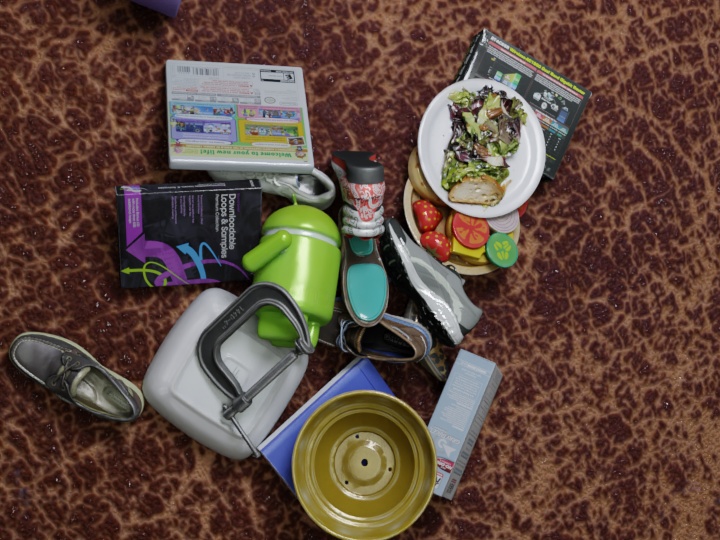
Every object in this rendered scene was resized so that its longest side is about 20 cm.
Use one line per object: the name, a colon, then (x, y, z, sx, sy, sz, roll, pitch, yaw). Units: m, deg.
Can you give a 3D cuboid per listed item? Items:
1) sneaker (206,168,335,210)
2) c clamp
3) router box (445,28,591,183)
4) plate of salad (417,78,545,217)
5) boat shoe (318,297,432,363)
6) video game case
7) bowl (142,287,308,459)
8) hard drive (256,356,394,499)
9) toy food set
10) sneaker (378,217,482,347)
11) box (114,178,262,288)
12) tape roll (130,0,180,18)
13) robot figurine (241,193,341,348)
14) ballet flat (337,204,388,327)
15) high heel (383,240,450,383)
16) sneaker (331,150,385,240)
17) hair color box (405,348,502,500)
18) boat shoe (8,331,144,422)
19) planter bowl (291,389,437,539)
sneaker: (-0.122, -0.139, 1.576, 0.197, 0.087, 0.076, 13, 86, -12)
c clamp: (-0.132, 0.120, 1.479, 0.171, 0.027, 0.200, 46, 113, 9)
router box: (0.228, -0.245, 1.680, 0.198, 0.062, 0.151, 28, 82, -11)
plate of salad: (0.178, -0.178, 1.604, 0.197, 0.048, 0.203, 1, 84, -14)
boat shoe: (0.000, 0.084, 1.572, 0.197, 0.072, 0.073, 9, 101, 14)
video game case: (-0.170, -0.214, 1.555, 0.197, 0.022, 0.184, 1, 57, -14)
bowl: (-0.184, 0.146, 1.557, 0.199, 0.075, 0.201, 35, 82, -10)
hard drive: (-0.034, 0.234, 1.598, 0.200, 0.025, 0.133, -41, 115, -12)
toy food set: (0.155, -0.090, 1.637, 0.195, 0.049, 0.203, 13, 65, -19)
sneaker: (0.095, 0.009, 1.575, 0.079, 0.074, 0.201, -35, 90, -17)
box: (-0.234, -0.050, 1.538, 0.197, 0.036, 0.145, -5, 119, -15)
tape roll: (-0.255, -0.448, 1.495, 0.084, 0.200, 0.203, 18, 84, -12)
robot figurine: (-0.087, 0.002, 1.530, 0.114, 0.175, 0.203, 1, 74, 24)
ballet flat: (0.000, 0.000, 1.583, 0.067, 0.067, 0.203, 4, 59, -12)
high heel: (0.118, 0.052, 1.640, 0.142, 0.071, 0.201, -33, 94, -16)
sneaker: (-0.005, -0.105, 1.560, 0.066, 0.201, 0.110, 0, 103, -8)
hair color box: (0.137, 0.224, 1.614, 0.060, 0.099, 0.202, 21, 81, 18)
boat shoe: (-0.381, 0.143, 1.510, 0.198, 0.065, 0.074, 27, 83, -11)
planter bowl: (0.005, 0.267, 1.544, 0.197, 0.083, 0.204, 0, 84, 0)
